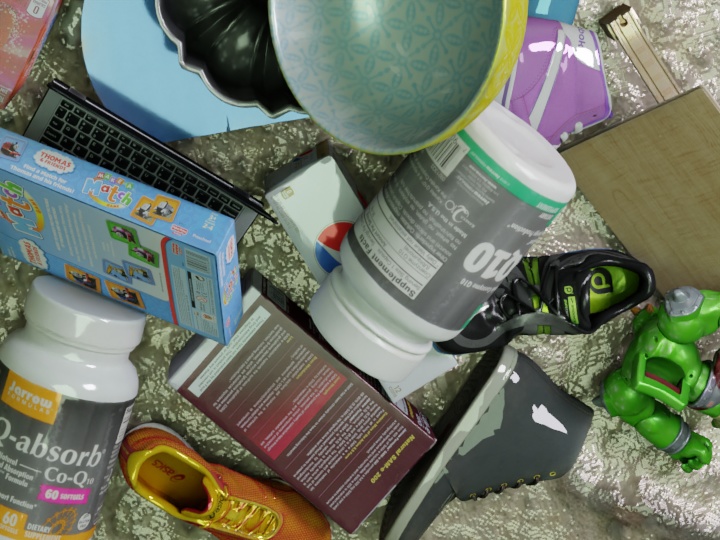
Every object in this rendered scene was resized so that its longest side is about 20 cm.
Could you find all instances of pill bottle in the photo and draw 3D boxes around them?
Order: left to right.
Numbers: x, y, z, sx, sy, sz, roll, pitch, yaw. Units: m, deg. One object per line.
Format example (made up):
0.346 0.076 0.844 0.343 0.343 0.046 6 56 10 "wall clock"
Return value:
-0.241 0.114 1.347 0.115 0.116 0.202 17 103 -8 "pill bottle"
0.056 -0.022 1.256 0.113 0.113 0.200 34 111 -11 "pill bottle"

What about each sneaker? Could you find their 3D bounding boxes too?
-0.111 0.195 1.394 0.199 0.077 0.073 26 100 -20 "sneaker"
0.103 0.170 1.406 0.106 0.075 0.201 33 98 -9 "sneaker"
0.136 -0.098 1.327 0.113 0.073 0.202 4 127 -13 "sneaker"
0.143 0.019 1.347 0.198 0.083 0.072 -12 94 -19 "sneaker"

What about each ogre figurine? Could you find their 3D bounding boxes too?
0.270 0.077 1.369 0.119 0.200 0.099 18 60 -13 "ogre figurine"

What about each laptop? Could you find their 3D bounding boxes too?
-0.175 -0.048 1.275 0.186 0.116 0.200 31 126 -10 "laptop"

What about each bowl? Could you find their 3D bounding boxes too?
0.044 -0.185 1.184 0.199 0.107 0.203 8 103 37 "bowl"

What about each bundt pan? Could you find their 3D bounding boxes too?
-0.058 -0.217 1.264 0.199 0.076 0.204 -2 101 -11 "bundt pan"

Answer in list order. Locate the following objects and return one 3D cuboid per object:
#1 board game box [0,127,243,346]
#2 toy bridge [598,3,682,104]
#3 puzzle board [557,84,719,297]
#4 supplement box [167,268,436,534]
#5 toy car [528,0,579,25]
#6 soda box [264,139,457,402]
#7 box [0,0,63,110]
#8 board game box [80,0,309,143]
-0.186 -0.024 1.277 0.198 0.152 0.037 21 64 9 "board game box"
0.251 -0.115 1.350 0.027 0.067 0.201 -30 104 4 "toy bridge"
0.267 -0.045 1.346 0.150 0.017 0.200 -23 114 44 "puzzle board"
-0.047 0.106 1.387 0.200 0.061 0.109 41 98 -12 "supplement box"
0.122 -0.274 1.232 0.175 0.200 0.186 16 102 -8 "toy car"
0.000 0.000 1.359 0.063 0.068 0.201 -31 104 5 "soda box"
-0.327 -0.210 1.266 0.199 0.100 0.096 27 101 -11 "box"
-0.117 -0.188 1.321 0.198 0.039 0.160 -11 103 -9 "board game box"
